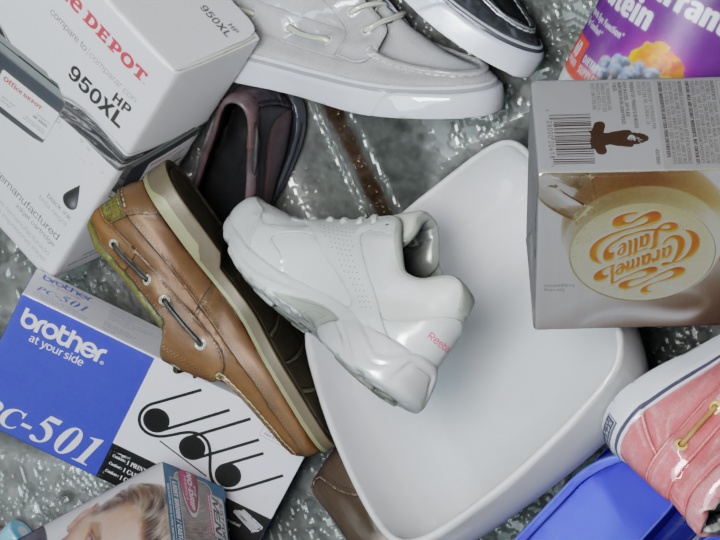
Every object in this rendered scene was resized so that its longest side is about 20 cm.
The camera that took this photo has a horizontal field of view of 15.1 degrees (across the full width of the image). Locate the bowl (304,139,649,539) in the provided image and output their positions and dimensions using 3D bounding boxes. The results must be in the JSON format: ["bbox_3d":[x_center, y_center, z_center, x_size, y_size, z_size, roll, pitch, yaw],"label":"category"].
[{"bbox_3d":[0.075,0.052,1.570,0.200,0.075,0.200,-41,49,21],"label":"bowl"}]

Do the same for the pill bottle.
[{"bbox_3d":[0.200,-0.162,1.498,0.111,0.111,0.200,32,108,17],"label":"pill bottle"}]

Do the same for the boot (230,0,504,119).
[{"bbox_3d":[-0.006,-0.151,1.607,0.200,0.074,0.096,12,111,23],"label":"boot"}]

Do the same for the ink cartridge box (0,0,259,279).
[{"bbox_3d":[-0.172,-0.117,1.648,0.145,0.084,0.200,47,131,12],"label":"ink cartridge box"}]

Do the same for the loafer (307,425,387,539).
[{"bbox_3d":[0.035,0.186,1.644,0.071,0.073,0.200,-34,78,34],"label":"loafer"}]

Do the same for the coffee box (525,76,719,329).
[{"bbox_3d":[0.190,-0.036,1.444,0.199,0.080,0.115,-1,133,0],"label":"coffee box"}]

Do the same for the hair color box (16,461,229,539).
[{"bbox_3d":[-0.169,0.204,1.649,0.200,0.060,0.100,-29,53,28],"label":"hair color box"}]

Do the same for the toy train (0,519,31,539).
[{"bbox_3d":[-0.182,0.186,1.739,0.200,0.056,0.150,-40,81,23],"label":"toy train"}]

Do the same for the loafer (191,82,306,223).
[{"bbox_3d":[-0.091,-0.024,1.668,0.072,0.063,0.200,22,105,20],"label":"loafer"}]

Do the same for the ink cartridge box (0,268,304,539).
[{"bbox_3d":[-0.132,0.087,1.670,0.200,0.044,0.094,27,112,-4],"label":"ink cartridge box"}]

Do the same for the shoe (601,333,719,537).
[{"bbox_3d":[0.237,0.067,1.482,0.200,0.072,0.091,-30,54,-15],"label":"shoe"}]

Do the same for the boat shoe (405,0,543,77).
[{"bbox_3d":[0.045,-0.199,1.588,0.200,0.072,0.068,49,114,18],"label":"boat shoe"}]

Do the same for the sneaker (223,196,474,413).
[{"bbox_3d":[0.000,0.000,1.570,0.099,0.078,0.200,-50,48,-2],"label":"sneaker"}]

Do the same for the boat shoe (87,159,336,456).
[{"bbox_3d":[-0.087,0.033,1.622,0.068,0.072,0.200,-33,90,11],"label":"boat shoe"}]

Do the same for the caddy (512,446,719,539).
[{"bbox_3d":[0.161,0.181,1.562,0.141,0.105,0.200,46,110,12],"label":"caddy"}]
